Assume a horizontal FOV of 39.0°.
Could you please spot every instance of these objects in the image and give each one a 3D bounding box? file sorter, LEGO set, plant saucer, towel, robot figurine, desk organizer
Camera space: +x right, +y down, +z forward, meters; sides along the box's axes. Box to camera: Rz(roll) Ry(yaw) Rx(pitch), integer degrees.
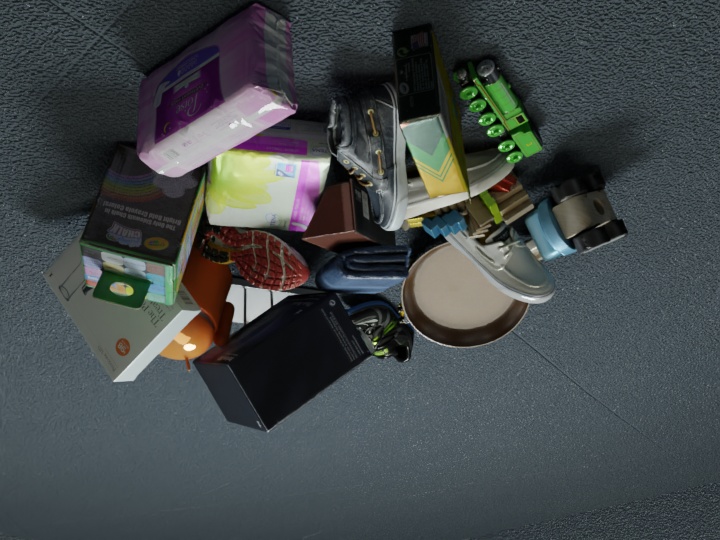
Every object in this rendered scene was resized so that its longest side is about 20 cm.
[{"bbox_3d":[-0.170,0.105,1.712,0.199,0.125,0.139,9,150,-22],"label":"file sorter"},{"bbox_3d":[0.156,0.024,1.650,0.199,0.116,0.154,-12,122,9],"label":"LEGO set"},{"bbox_3d":[0.161,0.030,1.565,0.199,0.032,0.201,0,123,0],"label":"plant saucer"},{"bbox_3d":[0.000,0.000,1.451,0.111,0.049,0.200,0,173,-11],"label":"towel"},{"bbox_3d":[-0.258,0.045,1.495,0.116,0.201,0.144,3,144,15],"label":"robot figurine"},{"bbox_3d":[-0.015,-0.066,1.394,0.077,0.072,0.200,-8,171,16],"label":"desk organizer"}]

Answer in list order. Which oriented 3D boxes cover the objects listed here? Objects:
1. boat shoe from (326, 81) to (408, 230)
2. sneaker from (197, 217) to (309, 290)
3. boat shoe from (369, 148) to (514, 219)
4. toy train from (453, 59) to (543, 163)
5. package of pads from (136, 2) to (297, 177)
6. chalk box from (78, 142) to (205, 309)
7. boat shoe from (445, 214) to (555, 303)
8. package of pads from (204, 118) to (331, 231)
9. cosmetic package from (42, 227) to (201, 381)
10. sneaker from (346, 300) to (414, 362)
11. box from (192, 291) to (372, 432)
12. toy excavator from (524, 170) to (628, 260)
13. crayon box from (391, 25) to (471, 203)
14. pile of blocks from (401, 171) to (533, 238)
[{"bbox_3d":[0.006,-0.134,1.259,0.090,0.071,0.201,-13,125,-18],"label":"boat shoe"},{"bbox_3d":[-0.141,-0.031,1.442,0.200,0.078,0.082,27,-158,37],"label":"sneaker"},{"bbox_3d":[0.105,-0.129,1.355,0.199,0.072,0.069,-18,116,7],"label":"boat shoe"},{"bbox_3d":[0.175,-0.197,1.264,0.056,0.042,0.200,-25,147,17],"label":"toy train"},{"bbox_3d":[-0.161,-0.196,1.136,0.199,0.121,0.076,-24,147,33],"label":"package of pads"},{"bbox_3d":[-0.285,-0.038,1.316,0.124,0.201,0.124,15,152,-3],"label":"chalk box"},{"bbox_3d":[0.198,-0.034,1.451,0.071,0.200,0.070,-38,158,-23],"label":"boat shoe"},{"bbox_3d":[-0.125,-0.123,1.330,0.154,0.069,0.200,4,153,-7],"label":"package of pads"},{"bbox_3d":[-0.335,0.030,1.417,0.151,0.200,0.052,-45,160,17],"label":"cosmetic package"},{"bbox_3d":[0.036,0.110,1.788,0.071,0.083,0.199,-20,148,28],"label":"sneaker"},{"bbox_3d":[-0.123,0.133,1.537,0.198,0.124,0.200,-35,-169,-22],"label":"box"},{"bbox_3d":[0.281,-0.057,1.467,0.200,0.100,0.194,-28,172,37],"label":"toy excavator"},{"bbox_3d":[0.086,-0.174,1.200,0.051,0.128,0.200,-10,151,13],"label":"crayon box"},{"bbox_3d":[0.136,-0.092,1.414,0.199,0.082,0.062,-12,147,15],"label":"pile of blocks"}]
